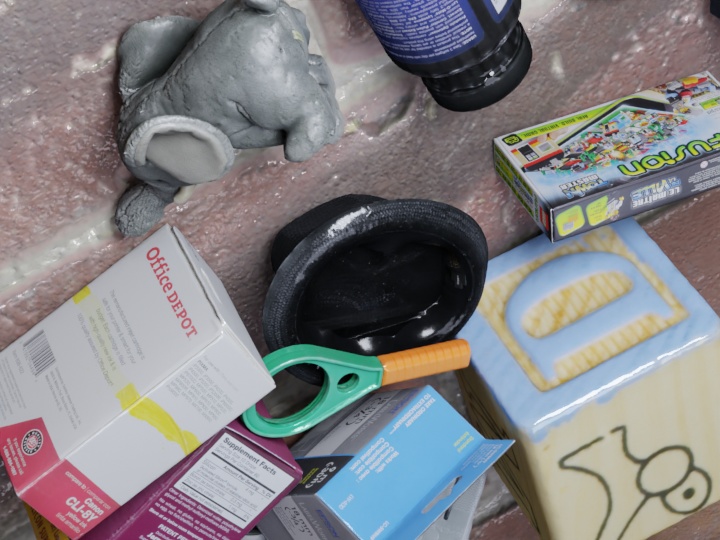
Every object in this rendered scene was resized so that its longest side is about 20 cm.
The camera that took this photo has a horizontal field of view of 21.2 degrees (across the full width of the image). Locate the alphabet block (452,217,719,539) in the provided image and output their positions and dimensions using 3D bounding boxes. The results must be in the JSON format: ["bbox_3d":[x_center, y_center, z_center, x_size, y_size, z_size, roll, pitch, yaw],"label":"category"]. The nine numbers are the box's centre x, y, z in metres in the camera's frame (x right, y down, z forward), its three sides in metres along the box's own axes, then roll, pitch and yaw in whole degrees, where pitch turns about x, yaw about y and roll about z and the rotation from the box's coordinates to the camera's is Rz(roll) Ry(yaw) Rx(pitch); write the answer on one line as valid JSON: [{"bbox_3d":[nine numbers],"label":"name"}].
[{"bbox_3d":[0.197,0.099,1.630,0.194,0.197,0.201,-25,132,-6],"label":"alphabet block"}]

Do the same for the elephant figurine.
[{"bbox_3d":[-0.122,-0.110,1.370,0.198,0.142,0.156,-21,104,10],"label":"elephant figurine"}]

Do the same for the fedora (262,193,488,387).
[{"bbox_3d":[0.000,0.000,1.524,0.199,0.092,0.202,-17,132,-20],"label":"fedora"}]

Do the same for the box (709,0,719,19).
[{"bbox_3d":[0.371,-0.290,1.471,0.181,0.104,0.201,-25,132,-19],"label":"box"}]

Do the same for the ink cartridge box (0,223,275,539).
[{"bbox_3d":[-0.181,0.084,1.462,0.199,0.145,0.083,-37,133,4],"label":"ink cartridge box"}]

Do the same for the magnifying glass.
[{"bbox_3d":[-0.004,0.084,1.507,0.198,0.022,0.080,-12,131,-25],"label":"magnifying glass"}]

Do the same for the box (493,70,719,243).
[{"bbox_3d":[0.220,-0.094,1.552,0.198,0.110,0.035,-19,131,-14],"label":"box"}]

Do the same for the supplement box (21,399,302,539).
[{"bbox_3d":[-0.163,0.174,1.549,0.200,0.131,0.103,-45,130,10],"label":"supplement box"}]

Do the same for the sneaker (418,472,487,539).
[{"bbox_3d":[0.066,0.238,1.735,0.072,0.071,0.202,23,104,-4],"label":"sneaker"}]

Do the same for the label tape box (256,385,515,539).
[{"bbox_3d":[0.010,0.160,1.554,0.144,0.199,0.064,-41,105,-30],"label":"label tape box"}]

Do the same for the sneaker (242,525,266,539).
[{"bbox_3d":[-0.060,0.219,1.687,0.198,0.076,0.092,3,144,-31],"label":"sneaker"}]

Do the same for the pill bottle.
[{"bbox_3d":[0.049,-0.211,1.378,0.111,0.112,0.200,-34,132,1],"label":"pill bottle"}]
